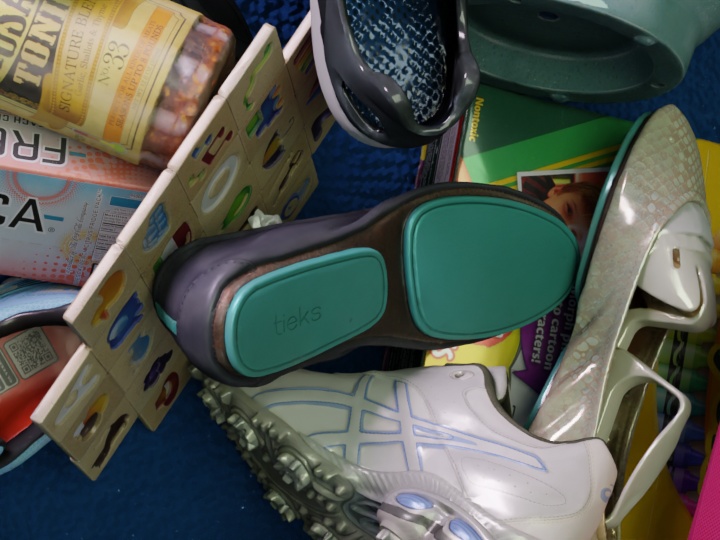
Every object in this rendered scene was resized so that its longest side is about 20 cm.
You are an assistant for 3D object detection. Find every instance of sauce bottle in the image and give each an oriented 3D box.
[{"bbox_3d":[-0.148,-0.098,0.774,0.199,0.066,0.066,20,81,0],"label":"sauce bottle"}]

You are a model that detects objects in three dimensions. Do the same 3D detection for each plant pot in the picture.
[{"bbox_3d":[0.085,-0.149,0.832,0.200,0.200,0.135,17,76,-16],"label":"plant pot"}]

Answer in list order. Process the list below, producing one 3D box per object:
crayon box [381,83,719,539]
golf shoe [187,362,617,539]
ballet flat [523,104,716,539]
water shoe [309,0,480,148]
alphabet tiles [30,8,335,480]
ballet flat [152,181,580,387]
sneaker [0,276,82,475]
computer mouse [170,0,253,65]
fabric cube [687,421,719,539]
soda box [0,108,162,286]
[{"bbox_3d":[0.102,0.034,0.911,0.172,0.058,0.201,12,84,-17],"label":"crayon box"},{"bbox_3d":[0.017,0.072,0.830,0.097,0.200,0.078,-45,140,-20],"label":"golf shoe"},{"bbox_3d":[0.117,0.031,0.848,0.067,0.062,0.201,25,84,-59],"label":"ballet flat"},{"bbox_3d":[0.007,-0.145,0.733,0.071,0.079,0.201,-16,96,-15],"label":"water shoe"},{"bbox_3d":[-0.062,-0.011,0.813,0.006,0.166,0.200,30,77,13],"label":"alphabet tiles"},{"bbox_3d":[0.000,0.000,0.812,0.200,0.073,0.073,-12,91,-41],"label":"ballet flat"},{"bbox_3d":[-0.178,0.062,0.803,0.200,0.090,0.078,-38,99,-16],"label":"sneaker"},{"bbox_3d":[-0.143,-0.113,0.828,0.140,0.046,0.200,-31,119,13],"label":"computer mouse"},{"bbox_3d":[0.260,0.120,0.802,0.200,0.196,0.200,7,101,-41],"label":"fabric cube"},{"bbox_3d":[-0.165,-0.046,0.808,0.199,0.064,0.069,9,46,-14],"label":"soda box"}]
